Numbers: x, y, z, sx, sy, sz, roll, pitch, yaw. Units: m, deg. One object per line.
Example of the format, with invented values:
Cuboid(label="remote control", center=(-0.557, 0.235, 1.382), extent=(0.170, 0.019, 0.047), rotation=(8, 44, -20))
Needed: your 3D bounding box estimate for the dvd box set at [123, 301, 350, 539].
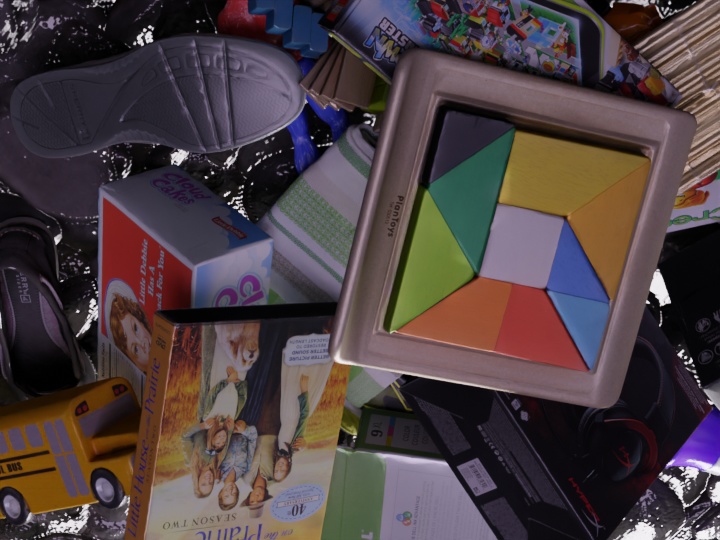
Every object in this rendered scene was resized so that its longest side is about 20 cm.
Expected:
Cuboid(label="dvd box set", center=(-0.081, 0.121, 1.029), extent=(0.145, 0.029, 0.202), rotation=(-1, 109, -36))

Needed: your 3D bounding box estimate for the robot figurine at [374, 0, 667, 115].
Cuboid(label="robot figurine", center=(0.091, -0.144, 1.006), extent=(0.199, 0.058, 0.146), rotation=(-24, 118, 15))

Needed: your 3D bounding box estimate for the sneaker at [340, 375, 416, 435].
Cuboid(label="sneaker", center=(0.059, 0.109, 1.166), extent=(0.199, 0.075, 0.085), rotation=(31, 118, -19))

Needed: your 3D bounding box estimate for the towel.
Cuboid(label="towel", center=(0.000, 0.000, 1.049), extent=(0.149, 0.031, 0.200), rotation=(42, 136, -6))

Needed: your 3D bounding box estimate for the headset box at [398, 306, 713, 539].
Cuboid(label="headset box", center=(0.139, 0.080, 1.038), extent=(0.075, 0.200, 0.149), rotation=(-31, 94, 44))

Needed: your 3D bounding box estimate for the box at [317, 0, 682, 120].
Cuboid(label="box", center=(0.084, -0.123, 0.911), extent=(0.199, 0.035, 0.110), rotation=(37, 92, -23))

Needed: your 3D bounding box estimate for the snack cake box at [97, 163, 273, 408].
Cuboid(label="snack cake box", center=(-0.127, 0.043, 1.091), extent=(0.067, 0.115, 0.202), rotation=(-20, 133, -35))

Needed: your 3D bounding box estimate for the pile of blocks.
Cuboid(label="pile of blocks", center=(-0.010, -0.148, 0.924), extent=(0.200, 0.062, 0.082), rotation=(40, 78, -12))

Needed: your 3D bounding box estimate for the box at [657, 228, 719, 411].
Cuboid(label="box", center=(0.326, 0.057, 1.084), extent=(0.148, 0.125, 0.200), rotation=(-30, 130, 19))

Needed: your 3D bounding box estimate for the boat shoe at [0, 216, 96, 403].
Cuboid(label="boat shoe", center=(-0.237, 0.058, 1.142), extent=(0.066, 0.057, 0.202), rotation=(-5, 124, 3))

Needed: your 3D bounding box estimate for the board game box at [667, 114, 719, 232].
Cuboid(label="board game box", center=(0.176, -0.062, 1.045), extent=(0.198, 0.035, 0.126), rotation=(-12, 153, 8))

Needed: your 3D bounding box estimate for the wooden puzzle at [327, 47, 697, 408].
Cuboid(label="wooden puzzle", center=(0.092, -0.018, 0.904), extent=(0.198, 0.037, 0.187), rotation=(10, 102, -20))

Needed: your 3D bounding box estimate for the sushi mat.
Cuboid(label="sushi mat", center=(0.218, -0.116, 0.965), extent=(0.199, 0.012, 0.096), rotation=(-33, 93, 9))

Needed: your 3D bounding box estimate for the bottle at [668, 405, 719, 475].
Cuboid(label="bottle", center=(0.187, 0.099, 1.158), extent=(0.198, 0.065, 0.084), rotation=(21, 87, -13))

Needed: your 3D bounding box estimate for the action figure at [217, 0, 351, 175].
Cuboid(label="action figure", center=(-0.041, -0.123, 1.020), extent=(0.065, 0.052, 0.201), rotation=(-16, 121, 20))

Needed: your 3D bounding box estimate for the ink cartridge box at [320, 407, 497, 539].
Cuboid(label="ink cartridge box", center=(0.040, 0.163, 1.127), extent=(0.198, 0.059, 0.105), rotation=(7, 117, 3))

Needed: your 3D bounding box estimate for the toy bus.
Cuboid(label="toy bus", center=(-0.206, 0.126, 1.093), extent=(0.199, 0.065, 0.079), rotation=(-16, 96, 41))

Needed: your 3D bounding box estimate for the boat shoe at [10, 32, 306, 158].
Cuboid(label="boat shoe", center=(-0.125, -0.113, 0.998), extent=(0.200, 0.065, 0.075), rotation=(-8, 106, 21))
